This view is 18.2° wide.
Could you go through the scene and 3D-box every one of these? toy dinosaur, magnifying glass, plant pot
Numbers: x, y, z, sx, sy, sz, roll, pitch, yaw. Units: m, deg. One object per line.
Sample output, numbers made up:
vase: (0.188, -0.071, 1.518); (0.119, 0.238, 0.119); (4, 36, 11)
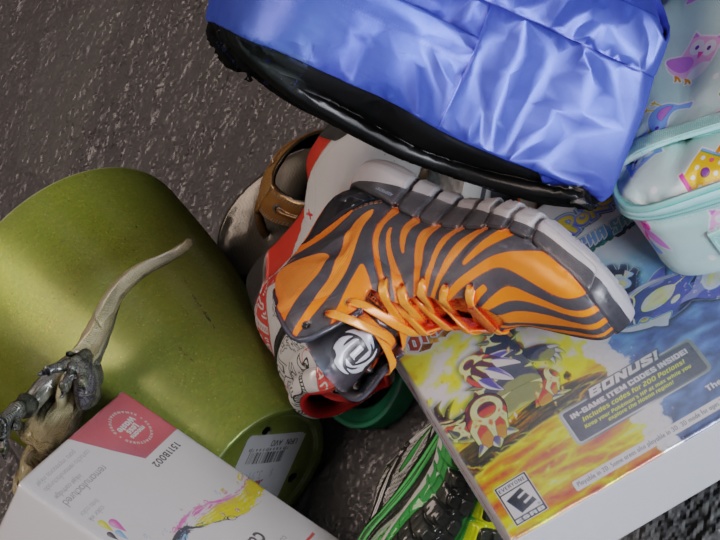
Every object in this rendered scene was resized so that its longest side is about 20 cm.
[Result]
toy dinosaur: (-0.163, 0.065, 1.243); (0.047, 0.088, 0.200); (36, 110, 10)
magnifying glass: (0.006, -0.007, 1.313); (0.080, 0.022, 0.200); (1, 86, 47)
plant pot: (-0.121, 0.067, 1.353); (0.200, 0.187, 0.187); (39, 103, 36)

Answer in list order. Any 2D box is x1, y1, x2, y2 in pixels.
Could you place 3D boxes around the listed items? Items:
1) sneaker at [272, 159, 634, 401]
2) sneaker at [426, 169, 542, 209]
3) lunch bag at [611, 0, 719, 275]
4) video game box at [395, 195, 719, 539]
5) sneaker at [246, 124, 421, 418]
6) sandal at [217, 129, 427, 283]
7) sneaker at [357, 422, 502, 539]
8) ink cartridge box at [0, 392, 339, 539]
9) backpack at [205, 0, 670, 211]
sneaker: (0.036, 0.021, 1.080); (0.112, 0.078, 0.200); (-49, 36, -16)
sneaker: (0.085, -0.080, 1.238); (0.078, 0.079, 0.200); (-172, 92, -70)
lunch bag: (0.216, -0.084, 1.055); (0.200, 0.077, 0.161); (-17, 42, 31)
video game box: (0.126, 0.034, 1.100); (0.200, 0.047, 0.182); (-30, 42, -3)
sneaker: (0.001, 0.000, 1.238); (0.201, 0.067, 0.108); (-57, 45, 47)
sandal: (-0.023, -0.051, 1.376); (0.200, 0.055, 0.082); (-20, 59, 42)
sneaker: (0.051, 0.098, 1.202); (0.200, 0.078, 0.085); (-58, 30, 5)
ink cartridge box: (-0.086, 0.165, 1.213); (0.200, 0.116, 0.068); (33, 122, 7)
backpack: (0.033, -0.136, 1.087); (0.163, 0.200, 0.168); (-160, 88, -78)
